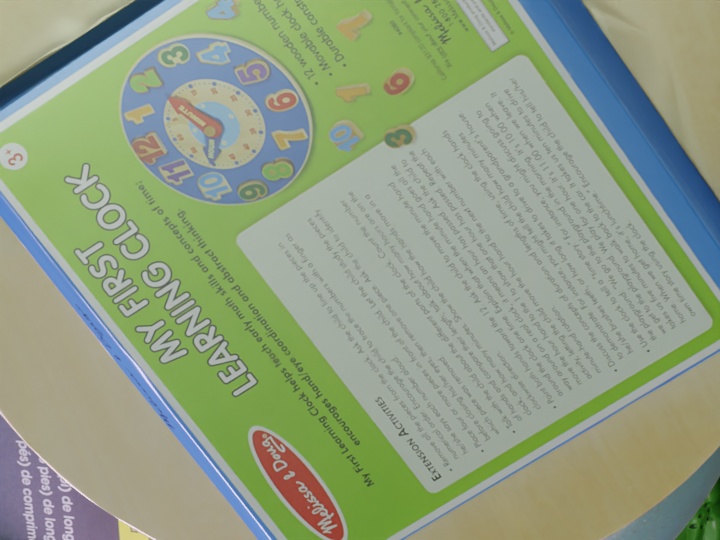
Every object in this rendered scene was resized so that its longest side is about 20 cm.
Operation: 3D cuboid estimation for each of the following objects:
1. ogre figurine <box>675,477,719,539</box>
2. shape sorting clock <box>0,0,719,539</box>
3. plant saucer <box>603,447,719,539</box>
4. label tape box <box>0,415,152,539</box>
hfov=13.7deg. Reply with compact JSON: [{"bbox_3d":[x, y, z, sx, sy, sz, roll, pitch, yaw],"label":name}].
[{"bbox_3d":[0.073,0.073,0.822,0.098,0.120,0.200,-24,108,27],"label":"ogre figurine"},{"bbox_3d":[0.000,-0.015,0.669,0.200,0.039,0.200,0,114,0],"label":"shape sorting clock"},{"bbox_3d":[0.000,0.000,0.734,0.200,0.027,0.200,7,107,25],"label":"plant saucer"},{"bbox_3d":[-0.097,0.011,0.846,0.200,0.066,0.143,5,118,13],"label":"label tape box"}]
